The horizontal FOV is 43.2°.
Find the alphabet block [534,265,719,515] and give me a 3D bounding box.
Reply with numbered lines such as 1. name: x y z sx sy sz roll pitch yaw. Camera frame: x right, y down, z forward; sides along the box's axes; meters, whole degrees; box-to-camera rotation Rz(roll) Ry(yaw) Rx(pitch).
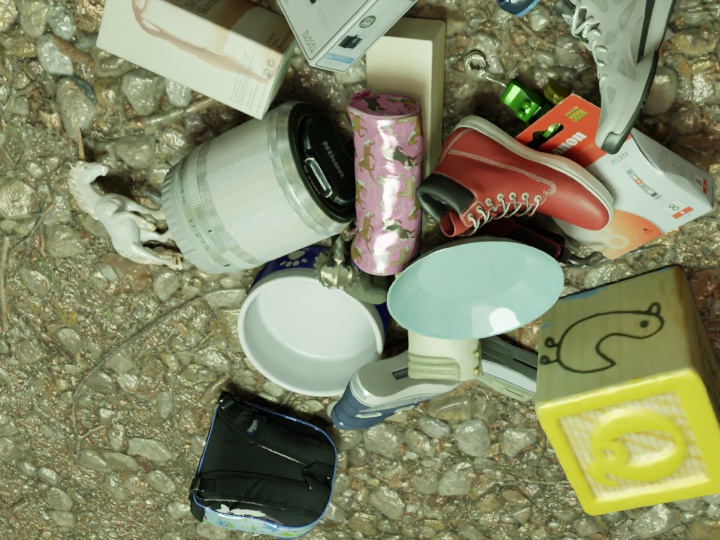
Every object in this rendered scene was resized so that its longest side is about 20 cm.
1. alphabet block: 0.335 0.148 1.116 0.194 0.201 0.197 -20 118 24

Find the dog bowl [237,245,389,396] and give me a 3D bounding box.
1. dog bowl: -0.062 0.070 1.230 0.198 0.079 0.202 6 125 8

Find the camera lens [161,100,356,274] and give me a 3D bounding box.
1. camera lens: -0.113 -0.095 1.076 0.198 0.161 0.161 -20 118 25

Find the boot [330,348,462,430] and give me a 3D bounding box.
1. boot: 0.050 0.158 1.221 0.198 0.073 0.091 -4 144 -39

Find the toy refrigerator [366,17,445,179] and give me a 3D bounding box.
1. toy refrigerator: 0.052 -0.180 1.037 0.075 0.070 0.202 9 126 16

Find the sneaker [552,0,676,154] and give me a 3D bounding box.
1. sneaker: 0.239 -0.220 0.913 0.114 0.203 0.076 17 168 8

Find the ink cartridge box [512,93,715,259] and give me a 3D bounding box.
1. ink cartridge box: 0.260 -0.096 1.003 0.198 0.051 0.162 24 151 -19

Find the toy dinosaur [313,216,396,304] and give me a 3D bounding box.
1. toy dinosaur: 0.000 0.000 1.139 0.076 0.103 0.200 -13 148 28

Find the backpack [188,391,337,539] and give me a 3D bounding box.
1. backpack: -0.139 0.305 1.357 0.198 0.185 0.147 15 150 -2

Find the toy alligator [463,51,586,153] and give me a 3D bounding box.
1. toy alligator: 0.198 -0.176 1.011 0.199 0.054 0.060 29 126 -8

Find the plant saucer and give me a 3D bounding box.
1. plant saucer: 0.127 0.012 1.026 0.198 0.039 0.202 -3 146 -2

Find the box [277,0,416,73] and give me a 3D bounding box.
1. box: 0.007 -0.311 0.923 0.200 0.060 0.117 -41 67 32

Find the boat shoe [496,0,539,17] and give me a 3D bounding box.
1. boat shoe: 0.180 -0.350 0.885 0.068 0.084 0.201 17 115 -23

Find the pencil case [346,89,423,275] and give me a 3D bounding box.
1. pencil case: 0.027 -0.095 1.000 0.085 0.083 0.202 1 120 1

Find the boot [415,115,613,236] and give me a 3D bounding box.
1. boot: 0.163 -0.066 0.972 0.198 0.145 0.073 27 146 8

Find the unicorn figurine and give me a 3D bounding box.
1. unicorn figurine: -0.307 -0.071 1.190 0.136 0.074 0.202 12 133 18

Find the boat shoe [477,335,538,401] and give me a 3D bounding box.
1. boat shoe: 0.165 0.122 1.220 0.199 0.072 0.062 28 132 -9

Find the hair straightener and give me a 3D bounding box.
1. hair straightener: 0.196 -0.054 1.090 0.198 0.077 0.041 23 106 15

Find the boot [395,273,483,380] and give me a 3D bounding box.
1. boot: 0.147 0.053 1.129 0.197 0.072 0.157 -7 98 2

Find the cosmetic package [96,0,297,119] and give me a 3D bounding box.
1. cosmetic package: -0.176 -0.261 1.012 0.198 0.104 0.088 22 125 -5
